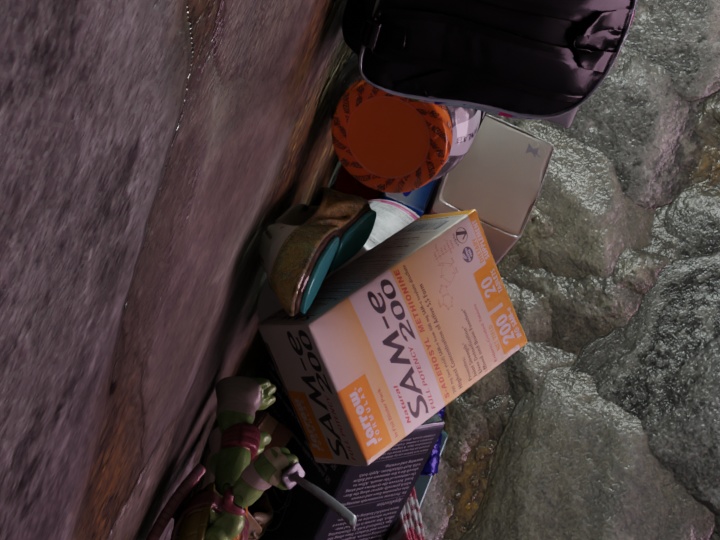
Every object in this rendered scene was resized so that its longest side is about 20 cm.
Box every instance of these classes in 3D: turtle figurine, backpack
[{"bbox_3d":[-0.068,0.189,1.300,0.195,0.198,0.144,-93,157,-44],"label":"turtle figurine"},{"bbox_3d":[0.097,-0.208,1.211,0.151,0.198,0.179,-101,-153,-60],"label":"backpack"}]

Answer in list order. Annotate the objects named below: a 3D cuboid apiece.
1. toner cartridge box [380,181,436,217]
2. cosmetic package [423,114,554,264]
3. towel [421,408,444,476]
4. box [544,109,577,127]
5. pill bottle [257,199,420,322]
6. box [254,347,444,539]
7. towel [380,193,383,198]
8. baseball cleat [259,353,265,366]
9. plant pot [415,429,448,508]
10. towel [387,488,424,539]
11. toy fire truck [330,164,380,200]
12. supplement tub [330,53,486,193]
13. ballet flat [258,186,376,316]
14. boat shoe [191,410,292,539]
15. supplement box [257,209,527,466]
[{"bbox_3d":[0.069,-0.136,1.595,0.095,0.043,0.202,112,0,-70],"label":"toner cartridge box"},{"bbox_3d":[0.109,-0.063,1.590,0.200,0.087,0.104,121,-7,-71],"label":"cosmetic package"},{"bbox_3d":[0.047,0.099,1.633,0.148,0.049,0.202,168,-72,-75],"label":"towel"},{"bbox_3d":[0.182,-0.303,1.769,0.172,0.198,0.200,109,4,-59],"label":"box"},{"bbox_3d":[-0.010,0.012,1.451,0.200,0.113,0.114,-36,149,-65],"label":"pill bottle"},{"bbox_3d":[-0.035,0.172,1.520,0.106,0.149,0.201,-4,130,-40],"label":"box"},{"bbox_3d":[0.025,-0.015,1.702,0.153,0.023,0.202,112,-14,-66],"label":"towel"},{"bbox_3d":[-0.040,0.047,1.627,0.200,0.069,0.107,-62,173,-60],"label":"baseball cleat"},{"bbox_3d":[-0.015,0.184,1.762,0.141,0.198,0.142,97,16,-77],"label":"plant pot"},{"bbox_3d":[-0.002,0.211,1.594,0.146,0.030,0.202,-38,-123,48],"label":"towel"},{"bbox_3d":[0.026,-0.153,1.583,0.142,0.048,0.201,-66,177,-50],"label":"toy fire truck"},{"bbox_3d":[0.047,-0.150,1.368,0.200,0.121,0.123,-63,174,-58],"label":"supplement tub"},{"bbox_3d":[-0.043,-0.019,1.280,0.200,0.070,0.071,-50,162,-66],"label":"ballet flat"},{"bbox_3d":[-0.116,0.214,1.475,0.076,0.073,0.202,-57,168,-68],"label":"boat shoe"},{"bbox_3d":[0.029,0.051,1.319,0.199,0.127,0.073,-34,-161,-34],"label":"supplement box"}]
